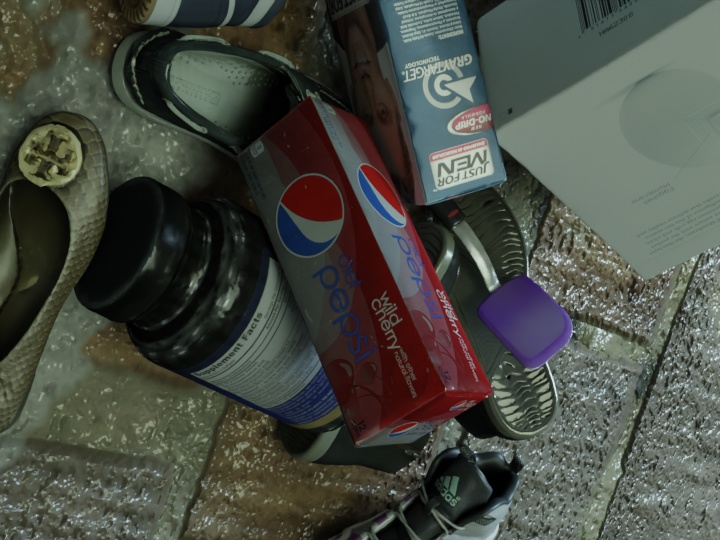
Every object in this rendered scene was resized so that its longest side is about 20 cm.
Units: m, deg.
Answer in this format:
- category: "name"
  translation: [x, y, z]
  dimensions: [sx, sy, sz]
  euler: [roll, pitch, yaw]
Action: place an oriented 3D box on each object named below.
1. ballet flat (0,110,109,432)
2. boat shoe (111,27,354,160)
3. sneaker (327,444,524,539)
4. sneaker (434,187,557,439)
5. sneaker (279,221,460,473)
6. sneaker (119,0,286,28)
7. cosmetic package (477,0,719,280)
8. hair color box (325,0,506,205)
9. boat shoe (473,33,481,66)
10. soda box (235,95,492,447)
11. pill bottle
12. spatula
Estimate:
- category: "ballet flat"
  translation: [-0.199, 0.005, 0.652]
  dimensions: [0.202, 0.067, 0.046]
  euler: [-68, 166, 5]
- category: "boat shoe"
  translation: [-0.063, -0.101, 0.731]
  dimensions: [0.198, 0.060, 0.077]
  euler: [8, 94, -41]
- category: "sneaker"
  translation: [0.049, 0.187, 0.870]
  dimensions: [0.199, 0.078, 0.141]
  euler: [-19, 146, -42]
- category: "sneaker"
  translation: [0.085, 0.036, 0.887]
  dimensions: [0.074, 0.106, 0.203]
  euler: [-9, 81, -20]
- category: "sneaker"
  translation: [0.029, 0.059, 0.835]
  dimensions: [0.106, 0.075, 0.201]
  euler: [19, 112, -40]
- category: "sneaker"
  translation: [-0.077, -0.242, 0.671]
  dimensions: [0.107, 0.070, 0.203]
  euler: [1, 108, -36]
- category: "cosmetic package"
  translation: [0.217, -0.125, 0.756]
  dimensions: [0.199, 0.198, 0.124]
  euler: [37, 38, -35]
- category: "hair color box"
  translation: [0.026, -0.146, 0.726]
  dimensions: [0.060, 0.100, 0.203]
  euler: [-17, 98, -16]
- category: "boat shoe"
  translation: [0.124, -0.144, 0.867]
  dimensions: [0.198, 0.074, 0.070]
  euler: [-10, 118, -31]
- category: "soda box"
  translation: [0.000, 0.000, 0.676]
  dimensions: [0.070, 0.202, 0.063]
  euler: [-33, 158, 24]
- category: "pill bottle"
  translation: [-0.079, 0.022, 0.725]
  dimensions: [0.199, 0.111, 0.113]
  euler: [31, 84, -40]
- category: "spatula"
  translation: [0.079, -0.019, 0.821]
  dimensions: [0.056, 0.021, 0.201]
  euler: [-34, 83, -23]
